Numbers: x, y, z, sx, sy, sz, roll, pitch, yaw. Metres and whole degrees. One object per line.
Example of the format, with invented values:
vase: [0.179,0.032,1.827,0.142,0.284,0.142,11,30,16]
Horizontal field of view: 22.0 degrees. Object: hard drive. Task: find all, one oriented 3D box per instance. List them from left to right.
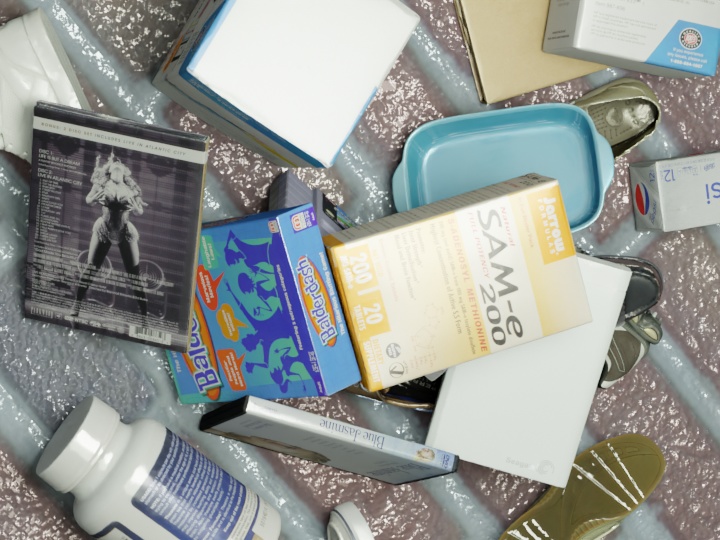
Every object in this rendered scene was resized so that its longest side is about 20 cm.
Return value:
hard drive: [0.145,0.077,1.614,0.131,0.026,0.202,15,101,-1]

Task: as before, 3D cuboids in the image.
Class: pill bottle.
pill bottle: [-0.175,0.198,1.587,0.200,0.111,0.111,38,82,-15]

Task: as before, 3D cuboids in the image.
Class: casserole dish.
casserole dish: [0.128,-0.081,1.655,0.198,0.039,0.122,-8,80,9]

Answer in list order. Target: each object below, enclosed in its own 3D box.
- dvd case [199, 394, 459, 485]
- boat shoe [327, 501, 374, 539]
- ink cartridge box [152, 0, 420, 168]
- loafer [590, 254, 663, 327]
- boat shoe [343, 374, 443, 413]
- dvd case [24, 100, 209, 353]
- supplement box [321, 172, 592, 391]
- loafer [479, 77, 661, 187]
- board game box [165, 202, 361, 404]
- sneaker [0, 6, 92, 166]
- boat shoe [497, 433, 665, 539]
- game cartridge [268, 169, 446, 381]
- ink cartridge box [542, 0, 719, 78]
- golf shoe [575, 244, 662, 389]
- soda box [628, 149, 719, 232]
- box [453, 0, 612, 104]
dvd case: [-0.029,0.150,1.612,0.198,0.143,0.018,17,73,-17]
boat shoe: [-0.012,0.311,1.667,0.065,0.072,0.202,-14,105,-20]
ink cartridge box: [-0.068,-0.183,1.551,0.144,0.200,0.148,32,84,-14]
loafer: [0.172,0.035,1.645,0.198,0.063,0.073,-8,109,7]
boat shoe: [0.010,0.080,1.655,0.198,0.072,0.073,14,89,-17]
dvd case: [-0.205,-0.034,1.542,0.147,0.016,0.202,12,119,7]
supplement box: [0.078,0.008,1.532,0.198,0.074,0.127,-18,100,-8]
loafer: [0.194,-0.118,1.701,0.199,0.068,0.076,-33,102,-11]
board game box: [-0.098,0.032,1.557,0.045,0.199,0.153,-23,100,-41]
sneaker: [-0.281,-0.108,1.567,0.115,0.074,0.201,-23,104,1]
boat shoe: [0.201,0.228,1.735,0.200,0.063,0.073,-40,79,-18]
game cartridge: [0.000,0.000,1.621,0.200,0.130,0.038,42,109,-15]
ink cartridge box: [0.259,-0.286,1.680,0.143,0.084,0.202,9,91,-17]
golf shoe: [0.187,0.030,1.705,0.200,0.078,0.095,39,82,-14]
soda box: [0.358,-0.083,1.756,0.198,0.063,0.069,-10,95,-16]
box: [0.182,-0.258,1.715,0.198,0.021,0.165,-18,98,-15]
